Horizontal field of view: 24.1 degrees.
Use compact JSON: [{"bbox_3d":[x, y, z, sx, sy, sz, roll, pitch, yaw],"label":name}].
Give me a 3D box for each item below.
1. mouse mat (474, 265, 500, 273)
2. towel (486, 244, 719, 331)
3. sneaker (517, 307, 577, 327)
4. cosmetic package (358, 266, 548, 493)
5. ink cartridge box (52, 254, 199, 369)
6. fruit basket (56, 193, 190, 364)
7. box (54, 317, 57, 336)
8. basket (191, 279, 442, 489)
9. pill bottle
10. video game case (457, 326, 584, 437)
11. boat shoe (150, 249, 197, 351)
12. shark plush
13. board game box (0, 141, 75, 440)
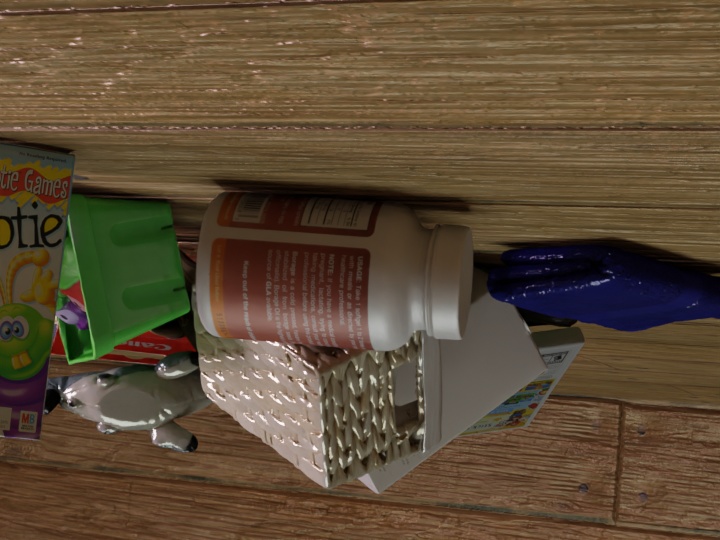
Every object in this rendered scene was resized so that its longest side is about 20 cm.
[{"bbox_3d":[0.125,0.008,1.657,0.197,0.008,0.161,3,173,15],"label":"mouse mat"},{"bbox_3d":[0.222,0.011,1.458,0.199,0.050,0.147,13,163,-43],"label":"towel"},{"bbox_3d":[0.131,0.072,1.708,0.198,0.108,0.074,1,172,35],"label":"sneaker"},{"bbox_3d":[0.058,0.097,1.541,0.199,0.108,0.085,-34,-157,-13],"label":"cosmetic package"},{"bbox_3d":[-0.214,0.032,1.639,0.160,0.051,0.200,6,-163,-6],"label":"ink cartridge box"},{"bbox_3d":[-0.261,0.003,1.421,0.213,0.158,0.216,-12,178,0],"label":"fruit basket"},{"bbox_3d":[-0.247,0.036,1.824,0.198,0.052,0.157,-9,-179,-26],"label":"box"},{"bbox_3d":[-0.040,0.072,1.395,0.123,0.137,0.199,-24,-143,-30],"label":"basket"},{"bbox_3d":[-0.017,0.002,1.274,0.197,0.114,0.112,5,173,11],"label":"pill bottle"},{"bbox_3d":[0.106,0.120,1.690,0.198,0.023,0.183,-7,150,-20],"label":"video game case"},{"bbox_3d":[-0.174,0.027,1.566,0.072,0.072,0.200,52,168,-34],"label":"boat shoe"},{"bbox_3d":[-0.221,0.118,1.515,0.197,0.092,0.083,-9,-164,-8],"label":"shark plush"},{"bbox_3d":[-0.277,0.014,1.204,0.102,0.203,0.105,9,173,-25],"label":"board game box"}]
